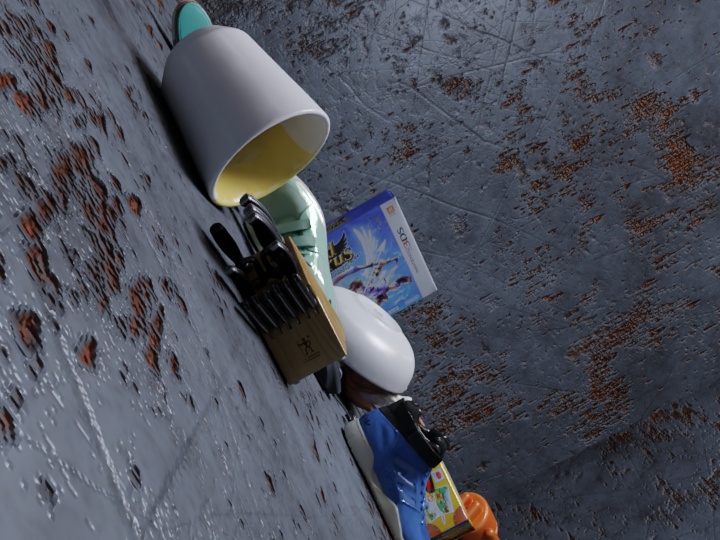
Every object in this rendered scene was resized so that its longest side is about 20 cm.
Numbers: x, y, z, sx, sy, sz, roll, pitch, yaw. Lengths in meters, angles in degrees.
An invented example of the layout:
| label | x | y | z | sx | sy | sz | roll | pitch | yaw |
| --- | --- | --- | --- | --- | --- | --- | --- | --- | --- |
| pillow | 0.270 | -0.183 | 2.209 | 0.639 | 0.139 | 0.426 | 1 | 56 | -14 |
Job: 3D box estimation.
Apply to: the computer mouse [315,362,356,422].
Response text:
| label | x | y | z | sx | sy | sz | roll | pitch | yaw |
| --- | --- | --- | --- | --- | --- | --- | --- | --- | --- |
| computer mouse | -0.020 | 0.156 | 1.016 | 0.202 | 0.034 | 0.059 | 64 | 0 | -21 |

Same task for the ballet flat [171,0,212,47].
| label | x | y | z | sx | sy | sz | roll | pitch | yaw |
| --- | --- | --- | --- | --- | --- | --- | --- | --- | --- |
| ballet flat | -0.236 | -0.305 | 1.206 | 0.071 | 0.069 | 0.202 | 33 | -29 | 53 |

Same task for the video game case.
| label | x | y | z | sx | sy | sz | roll | pitch | yaw |
| --- | --- | --- | --- | --- | --- | --- | --- | --- | --- |
| video game case | 0.000 | 0.000 | 1.282 | 0.183 | 0.198 | 0.046 | 62 | -3 | -25 |

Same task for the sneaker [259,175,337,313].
| label | x | y | z | sx | sy | sz | roll | pitch | yaw |
| --- | --- | --- | --- | --- | --- | --- | --- | --- | --- |
| sneaker | -0.076 | -0.023 | 0.927 | 0.118 | 0.073 | 0.203 | -31 | 103 | -81 |

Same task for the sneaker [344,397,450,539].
| label | x | y | z | sx | sy | sz | roll | pitch | yaw |
| --- | --- | --- | --- | --- | --- | --- | --- | --- | --- |
| sneaker | 0.071 | 0.253 | 0.973 | 0.202 | 0.110 | 0.077 | 63 | 1 | 2 |

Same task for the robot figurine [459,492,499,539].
| label | x | y | z | sx | sy | sz | roll | pitch | yaw |
| --- | --- | --- | --- | --- | --- | --- | --- | --- | --- |
| robot figurine | 0.304 | 0.676 | 2.172 | 0.201 | 0.142 | 0.118 | 62 | 31 | -43 |

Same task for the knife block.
| label | x | y | z | sx | sy | sz | roll | pitch | yaw |
| --- | --- | --- | --- | --- | --- | --- | --- | --- | --- |
| knife block | -0.079 | 0.012 | 0.783 | 0.177 | 0.063 | 0.200 | 64 | 1 | -6 |

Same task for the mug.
| label | x | y | z | sx | sy | sz | roll | pitch | yaw |
| --- | --- | --- | --- | --- | --- | --- | --- | --- | --- |
| mug | -0.146 | -0.163 | 0.866 | 0.154 | 0.186 | 0.149 | 54 | 32 | 13 |

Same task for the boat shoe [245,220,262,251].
| label | x | y | z | sx | sy | sz | roll | pitch | yaw |
| --- | --- | --- | --- | --- | --- | --- | --- | --- | --- |
| boat shoe | -0.113 | -0.063 | 1.088 | 0.072 | 0.062 | 0.200 | 61 | 0 | -7 |

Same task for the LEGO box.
| label | x | y | z | sx | sy | sz | roll | pitch | yaw |
| --- | --- | --- | --- | --- | --- | --- | --- | --- | --- |
| LEGO box | 0.122 | 0.378 | 1.443 | 0.202 | 0.076 | 0.149 | 64 | 1 | 27 |

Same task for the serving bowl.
| label | x | y | z | sx | sy | sz | roll | pitch | yaw |
| --- | --- | --- | --- | --- | --- | --- | --- | --- | --- |
| serving bowl | 0.008 | 0.087 | 1.174 | 0.199 | 0.066 | 0.200 | 39 | 9 | -7 |

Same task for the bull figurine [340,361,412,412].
| label | x | y | z | sx | sy | sz | roll | pitch | yaw |
| --- | --- | --- | --- | --- | --- | --- | --- | --- | --- |
| bull figurine | 0.013 | 0.166 | 1.224 | 0.121 | 0.065 | 0.200 | 37 | 11 | -6 |
